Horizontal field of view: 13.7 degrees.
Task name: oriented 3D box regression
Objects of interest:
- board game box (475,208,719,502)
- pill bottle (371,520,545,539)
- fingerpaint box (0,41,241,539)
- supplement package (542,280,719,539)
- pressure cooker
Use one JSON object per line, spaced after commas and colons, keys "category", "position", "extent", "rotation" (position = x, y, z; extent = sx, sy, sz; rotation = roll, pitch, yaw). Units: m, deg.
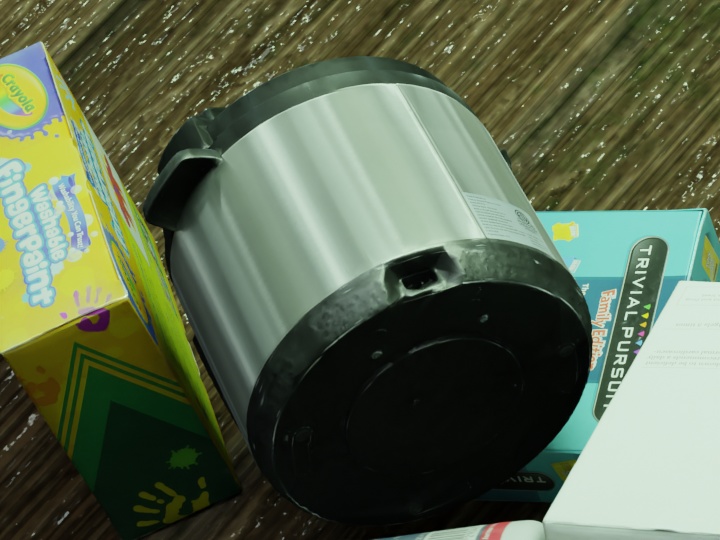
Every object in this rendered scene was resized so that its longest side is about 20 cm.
{"category": "board game box", "position": [0.071, 0.042, 1.507], "extent": [0.199, 0.047, 0.151], "rotation": [0, 53, 23]}
{"category": "pill bottle", "position": [-0.004, 0.184, 1.368], "extent": [0.199, 0.120, 0.120], "rotation": [-9, 49, 17]}
{"category": "fingerpaint box", "position": [-0.145, 0.011, 1.543], "extent": [0.073, 0.167, 0.200], "rotation": [-24, 47, 2]}
{"category": "supplement package", "position": [0.172, 0.105, 1.322], "extent": [0.116, 0.118, 0.200], "rotation": [3, 32, 24]}
{"category": "pressure cooker", "position": [0.002, -0.002, 1.421], "extent": [0.178, 0.176, 0.200], "rotation": [-25, 50, -4]}
